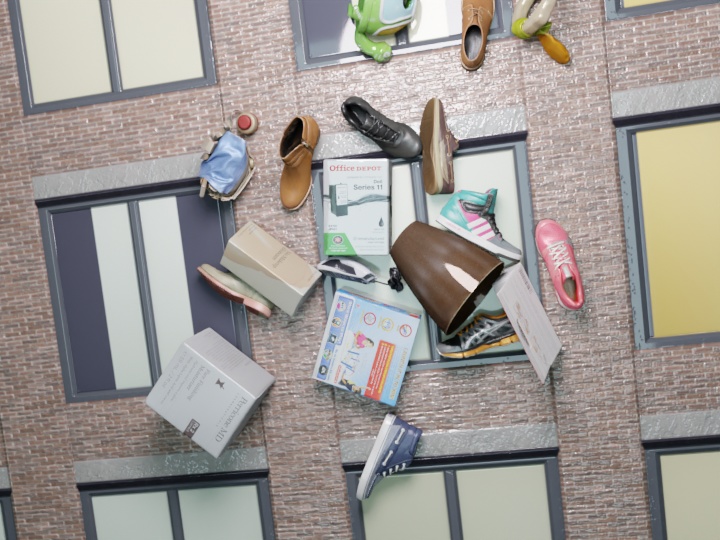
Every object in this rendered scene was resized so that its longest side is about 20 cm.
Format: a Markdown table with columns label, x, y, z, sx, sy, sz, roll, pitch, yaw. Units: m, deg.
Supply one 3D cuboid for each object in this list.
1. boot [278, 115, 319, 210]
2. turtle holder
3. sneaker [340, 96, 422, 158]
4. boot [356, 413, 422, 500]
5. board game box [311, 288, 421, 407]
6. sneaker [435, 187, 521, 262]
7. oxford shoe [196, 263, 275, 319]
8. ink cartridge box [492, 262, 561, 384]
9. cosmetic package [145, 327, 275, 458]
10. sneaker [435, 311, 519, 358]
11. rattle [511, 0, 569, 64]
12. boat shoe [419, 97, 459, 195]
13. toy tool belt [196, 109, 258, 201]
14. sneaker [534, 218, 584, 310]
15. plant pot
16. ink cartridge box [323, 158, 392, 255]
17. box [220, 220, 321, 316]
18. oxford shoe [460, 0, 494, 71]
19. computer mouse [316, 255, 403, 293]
| label | x | y | z | sx | sy | sz | roll | pitch | yaw |
| --- | --- | --- | --- | --- | --- | --- | --- | --- | --- |
| boot | -0.136 | -0.224 | 1.472 | 0.076 | 0.155 | 0.203 | 24 | 98 | 5 |
| turtle holder | 0.045 | -0.535 | 1.431 | 0.129 | 0.141 | 0.190 | 7 | 87 | -10 |
| sneaker | 0.039 | -0.294 | 1.474 | 0.198 | 0.091 | 0.077 | 30 | 105 | 4 |
| boot | 0.063 | 0.423 | 1.539 | 0.089 | 0.073 | 0.203 | 22 | 97 | 11 |
| board game box | 0.014 | 0.166 | 1.534 | 0.192 | 0.056 | 0.204 | 18 | 97 | 6 |
| sneaker | 0.268 | -0.109 | 1.466 | 0.197 | 0.084 | 0.122 | 27 | 97 | -4 |
| oxford shoe | -0.271 | 0.031 | 1.568 | 0.198 | 0.071 | 0.075 | 30 | 73 | 5 |
| ink cartridge box | 0.327 | 0.108 | 1.417 | 0.044 | 0.176 | 0.203 | -24 | 97 | 35 |
| cosmetic package | -0.322 | 0.262 | 1.534 | 0.198 | 0.165 | 0.166 | 35 | 100 | 3 |
| sneaker | 0.251 | 0.132 | 1.492 | 0.196 | 0.078 | 0.079 | -18 | 93 | -2 |
| rattle | 0.392 | -0.547 | 1.417 | 0.140 | 0.130 | 0.203 | 19 | 71 | -5 |
| boat shoe | 0.171 | -0.260 | 1.479 | 0.071 | 0.072 | 0.205 | -1 | 84 | -22 |
| toy tool belt | -0.284 | -0.248 | 1.507 | 0.123 | 0.123 | 0.203 | 26 | 97 | 5 |
| sneaker | 0.419 | -0.013 | 1.447 | 0.073 | 0.087 | 0.203 | -22 | 91 | 8 |
| plant pot | 0.162 | -0.004 | 1.452 | 0.199 | 0.187 | 0.188 | 40 | 99 | 17 |
| ink cartridge box | -0.005 | -0.135 | 1.497 | 0.143 | 0.083 | 0.205 | 0 | 94 | 7 |
| box | -0.193 | -0.004 | 1.519 | 0.198 | 0.095 | 0.078 | 35 | 133 | 3 |
| oxford shoe | 0.239 | -0.519 | 1.439 | 0.070 | 0.071 | 0.205 | 2 | 94 | 9 |
| computer mouse | 0.000 | 0.000 | 1.508 | 0.196 | 0.110 | 0.045 | 13 | 79 | 15 |
